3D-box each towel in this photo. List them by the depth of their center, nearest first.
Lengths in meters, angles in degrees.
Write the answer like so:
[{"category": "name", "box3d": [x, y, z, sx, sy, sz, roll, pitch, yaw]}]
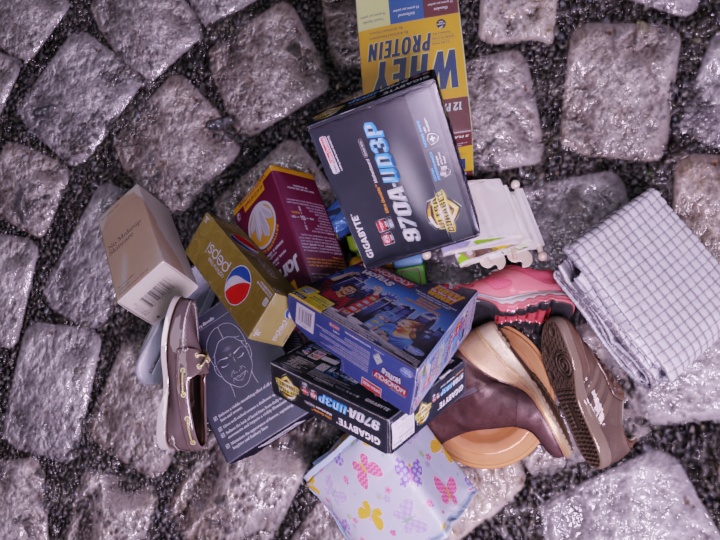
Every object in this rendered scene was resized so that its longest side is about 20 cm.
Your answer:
[{"category": "towel", "box3d": [0.360, 0.023, 0.774, 0.164, 0.086, 0.202, -33, 77, -16]}]

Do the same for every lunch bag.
[{"category": "lunch bag", "box3d": [0.027, 0.288, 0.805, 0.170, 0.126, 0.201, 49, 124, 12]}]

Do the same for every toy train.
[{"category": "toy train", "box3d": [0.000, 0.000, 0.864, 0.194, 0.085, 0.119, -9, 96, 11]}]

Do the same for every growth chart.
[{"category": "growth chart", "box3d": [0.160, -0.068, 0.841, 0.194, 0.018, 0.149, -1, 68, -14]}]

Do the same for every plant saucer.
[{"category": "plant saucer", "box3d": [0.170, 0.171, 0.839, 0.194, 0.037, 0.207, -2, 82, 13]}]

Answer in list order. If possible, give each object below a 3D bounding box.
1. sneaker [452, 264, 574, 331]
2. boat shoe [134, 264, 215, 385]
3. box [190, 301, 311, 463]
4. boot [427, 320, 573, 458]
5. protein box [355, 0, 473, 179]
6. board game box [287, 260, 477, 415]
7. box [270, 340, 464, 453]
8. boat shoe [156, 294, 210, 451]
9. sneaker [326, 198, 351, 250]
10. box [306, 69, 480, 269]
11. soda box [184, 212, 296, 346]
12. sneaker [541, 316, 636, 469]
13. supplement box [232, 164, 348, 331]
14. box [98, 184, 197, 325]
[{"category": "sneaker", "box3d": [0.188, 0.035, 0.835, 0.194, 0.075, 0.088, 1, 46, 0]}, {"category": "boat shoe", "box3d": [-0.293, 0.077, 0.940, 0.061, 0.072, 0.203, 7, 65, 57]}, {"category": "box", "box3d": [-0.156, 0.145, 0.878, 0.146, 0.107, 0.203, -31, 77, 7]}, {"category": "boot", "box3d": [0.162, 0.188, 0.797, 0.165, 0.072, 0.202, -39, 77, 16]}, {"category": "protein box", "box3d": [0.080, -0.244, 0.837, 0.131, 0.198, 0.206, -6, 81, 10]}, {"category": "board game box", "box3d": [0.046, 0.061, 0.738, 0.197, 0.198, 0.063, 27, 122, 34]}, {"category": "box", "box3d": [0.008, 0.133, 0.755, 0.197, 0.157, 0.047, 15, 117, 38]}, {"category": "boat shoe", "box3d": [-0.230, 0.137, 0.806, 0.058, 0.072, 0.206, 3, 87, 8]}, {"category": "sneaker", "box3d": [0.006, -0.094, 0.899, 0.196, 0.066, 0.080, -25, 71, 10]}, {"category": "box", "box3d": [0.045, -0.114, 0.729, 0.155, 0.046, 0.203, -15, 119, 15]}, {"category": "soda box", "box3d": [-0.154, 0.008, 0.797, 0.200, 0.063, 0.069, 44, 104, 39]}, {"category": "sneaker", "box3d": [0.301, 0.151, 0.799, 0.074, 0.070, 0.205, -18, 91, -17]}, {"category": "supplement box", "box3d": [-0.096, -0.029, 0.854, 0.110, 0.084, 0.204, -40, 60, 35]}, {"category": "box", "box3d": [-0.324, -0.028, 0.916, 0.094, 0.078, 0.201, -40, 49, 4]}]
